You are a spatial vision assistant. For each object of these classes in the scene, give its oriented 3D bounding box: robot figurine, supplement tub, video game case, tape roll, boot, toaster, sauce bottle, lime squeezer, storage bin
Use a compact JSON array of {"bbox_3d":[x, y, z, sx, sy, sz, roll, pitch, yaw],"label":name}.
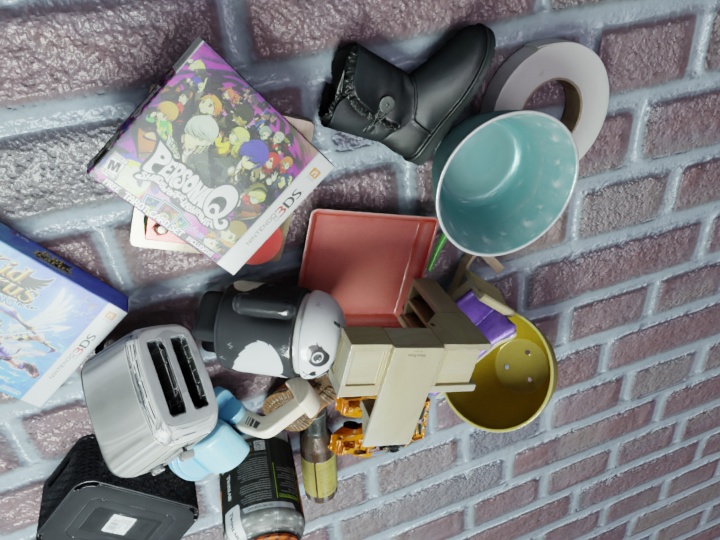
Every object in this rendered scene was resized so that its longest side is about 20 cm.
[{"bbox_3d":[-0.119,0.081,0.763,0.199,0.150,0.125,6,100,8],"label":"robot figurine"},{"bbox_3d":[-0.154,0.352,0.879,0.122,0.200,0.123,-9,131,-10],"label":"supplement tub"},{"bbox_3d":[-0.158,-0.115,0.628,0.181,0.036,0.200,-46,125,5],"label":"video game case"},{"bbox_3d":[0.267,-0.230,0.826,0.202,0.037,0.203,-10,121,-17],"label":"tape roll"},{"bbox_3d":[0.055,-0.241,0.704,0.168,0.076,0.200,17,117,-34],"label":"boot"},{"bbox_3d":[-0.270,0.155,0.730,0.129,0.200,0.114,-31,164,30],"label":"toaster"},{"bbox_3d":[-0.427,0.056,0.696,0.181,0.045,0.200,-46,125,6],"label":"video game case"},{"bbox_3d":[-0.072,0.315,0.984,0.065,0.065,0.200,-10,123,-17],"label":"sauce bottle"},{"bbox_3d":[0.162,-0.086,0.864,0.200,0.038,0.071,-40,142,-11],"label":"lime squeezer"},{"bbox_3d":[0.042,0.258,0.981,0.200,0.058,0.145,2,100,-34],"label":"robot figurine"},{"bbox_3d":[-0.074,0.180,0.898,0.075,0.107,0.200,46,125,-6],"label":"boot"},{"bbox_3d":[-0.364,0.354,0.867,0.200,0.094,0.135,33,102,-35],"label":"storage bin"}]

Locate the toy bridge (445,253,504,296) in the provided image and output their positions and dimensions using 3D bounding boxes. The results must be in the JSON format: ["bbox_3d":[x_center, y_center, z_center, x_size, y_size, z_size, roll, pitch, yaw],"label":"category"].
[{"bbox_3d":[0.208,-0.022,0.928,0.200,0.027,0.067,-46,124,9],"label":"toy bridge"}]

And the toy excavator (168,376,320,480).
[{"bbox_3d":[-0.176,0.226,0.820,0.195,0.200,0.100,-51,131,-28],"label":"toy excavator"}]

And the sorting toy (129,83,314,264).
[{"bbox_3d":[-0.166,-0.101,0.699,0.198,0.070,0.200,6,115,-26],"label":"sorting toy"}]

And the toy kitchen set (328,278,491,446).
[{"bbox_3d":[0.036,0.122,0.803,0.199,0.181,0.164,3,118,-24],"label":"toy kitchen set"}]

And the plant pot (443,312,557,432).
[{"bbox_3d":[0.254,0.168,0.977,0.142,0.200,0.200,11,116,-53],"label":"plant pot"}]

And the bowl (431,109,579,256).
[{"bbox_3d":[0.175,-0.131,0.762,0.200,0.105,0.201,-9,125,-13],"label":"bowl"}]

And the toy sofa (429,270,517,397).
[{"bbox_3d":[0.145,0.106,0.908,0.083,0.098,0.200,29,119,-33],"label":"toy sofa"}]

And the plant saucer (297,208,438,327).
[{"bbox_3d":[0.000,0.000,0.848,0.199,0.037,0.200,1,118,-24],"label":"plant saucer"}]
